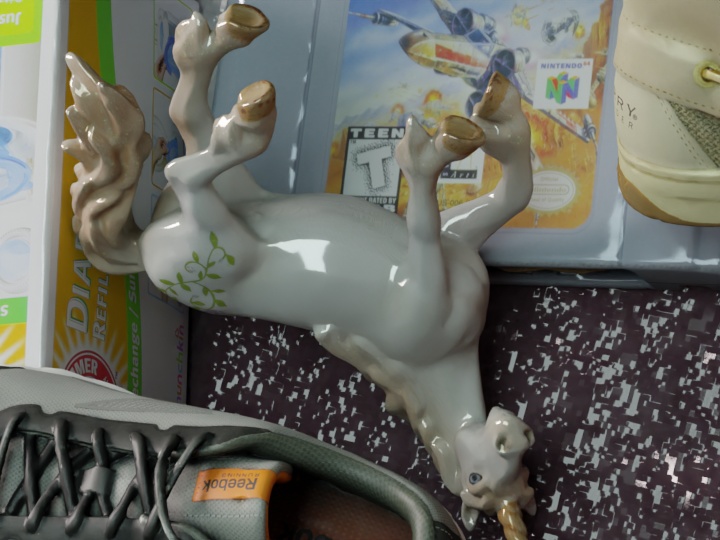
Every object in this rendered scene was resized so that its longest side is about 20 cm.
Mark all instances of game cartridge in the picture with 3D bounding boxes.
[{"bbox_3d":[0.042,-0.062,0.914,0.199,0.042,0.134,1,81,24],"label":"game cartridge"}]

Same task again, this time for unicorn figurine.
[{"bbox_3d":[0.000,0.000,0.862,0.199,0.074,0.138,25,128,14],"label":"unicorn figurine"}]

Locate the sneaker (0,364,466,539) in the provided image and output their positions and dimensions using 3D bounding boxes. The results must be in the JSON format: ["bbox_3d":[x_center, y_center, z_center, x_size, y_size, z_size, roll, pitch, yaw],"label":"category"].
[{"bbox_3d":[-0.062,0.065,0.810,0.199,0.079,0.074,11,71,2],"label":"sneaker"}]

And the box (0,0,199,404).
[{"bbox_3d":[-0.127,-0.008,0.936,0.112,0.101,0.201,-5,74,23],"label":"box"}]

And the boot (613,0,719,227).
[{"bbox_3d":[0.166,-0.097,0.790,0.199,0.156,0.073,-4,30,9],"label":"boot"}]
